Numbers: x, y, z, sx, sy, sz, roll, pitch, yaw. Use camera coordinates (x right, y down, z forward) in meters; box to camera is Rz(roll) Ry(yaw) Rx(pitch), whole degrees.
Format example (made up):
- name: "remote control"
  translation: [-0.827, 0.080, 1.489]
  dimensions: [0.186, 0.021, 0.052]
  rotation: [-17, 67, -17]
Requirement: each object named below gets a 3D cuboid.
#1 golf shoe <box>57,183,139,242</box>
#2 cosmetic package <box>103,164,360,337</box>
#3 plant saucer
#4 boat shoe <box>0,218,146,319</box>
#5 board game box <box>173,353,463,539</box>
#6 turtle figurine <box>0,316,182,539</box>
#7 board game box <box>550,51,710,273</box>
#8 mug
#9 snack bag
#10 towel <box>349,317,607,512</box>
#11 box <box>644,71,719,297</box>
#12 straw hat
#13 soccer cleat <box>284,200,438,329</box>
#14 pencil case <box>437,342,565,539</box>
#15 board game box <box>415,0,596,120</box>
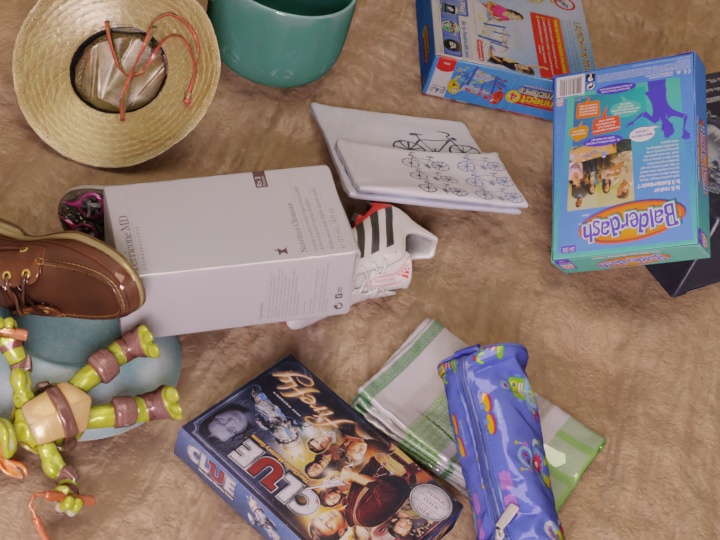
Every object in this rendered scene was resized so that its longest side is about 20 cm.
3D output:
- name: "golf shoe"
  translation: [-0.177, -0.043, 1.322]
  dimensions: [0.198, 0.073, 0.092]
  rotation: [12, 28, -21]
- name: "cosmetic package"
  translation: [-0.112, -0.016, 1.227]
  dimensions: [0.198, 0.082, 0.113]
  rotation: [-7, 48, -17]
- name: "plant saucer"
  translation: [-0.244, 0.051, 1.213]
  dimensions: [0.199, 0.039, 0.202]
  rotation: [12, 42, -10]
- name: "boat shoe"
  translation: [-0.257, 0.010, 1.153]
  dimensions: [0.199, 0.073, 0.068]
  rotation: [12, 39, 31]
- name: "board game box"
  translation: [-0.034, 0.168, 1.176]
  dimensions: [0.200, 0.035, 0.135]
  rotation: [39, 45, 20]
- name: "turtle figurine"
  translation: [-0.221, 0.116, 1.122]
  dimensions: [0.160, 0.064, 0.201]
  rotation: [-21, 77, -25]
- name: "board game box"
  translation: [0.266, -0.105, 1.445]
  dimensions: [0.151, 0.045, 0.202]
  rotation: [-6, 71, 28]
- name: "mug"
  translation: [-0.102, -0.274, 1.552]
  dimensions: [0.184, 0.115, 0.152]
  rotation: [25, 42, 7]
- name: "snack bag"
  translation: [0.056, -0.118, 1.489]
  dimensions: [0.187, 0.022, 0.201]
  rotation: [4, 31, -18]
- name: "towel"
  translation: [0.105, 0.130, 1.273]
  dimensions: [0.199, 0.031, 0.149]
  rotation: [33, 44, 14]
- name: "box"
  translation: [0.361, -0.097, 1.546]
  dimensions: [0.195, 0.118, 0.201]
  rotation: [-14, 53, -32]
- name: "straw hat"
  translation: [-0.234, -0.193, 1.434]
  dimensions: [0.199, 0.203, 0.085]
  rotation: [17, 0, -3]
- name: "soccer cleat"
  translation: [0.000, 0.000, 1.341]
  dimensions: [0.085, 0.069, 0.200]
  rotation: [26, 37, 18]
- name: "pencil case"
  translation: [0.114, 0.154, 1.178]
  dimensions: [0.077, 0.087, 0.202]
  rotation: [-20, 60, 19]
- name: "board game box"
  translation: [0.166, -0.266, 1.691]
  dimensions: [0.194, 0.056, 0.201]
  rotation: [11, 43, -11]
